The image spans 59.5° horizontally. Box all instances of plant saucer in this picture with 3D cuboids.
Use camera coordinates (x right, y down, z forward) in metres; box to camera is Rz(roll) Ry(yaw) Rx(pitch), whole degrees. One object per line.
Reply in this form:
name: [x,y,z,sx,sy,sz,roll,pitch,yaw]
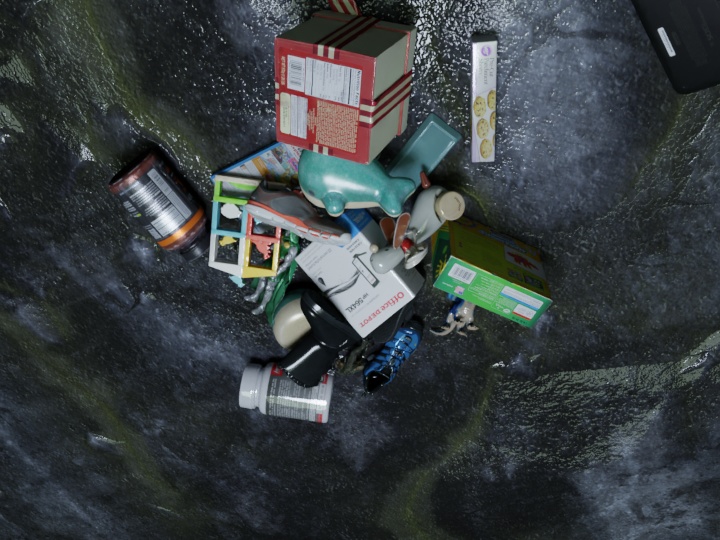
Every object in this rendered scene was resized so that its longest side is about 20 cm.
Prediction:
plant saucer: [0.090,-0.180,1.117,0.069,0.019,0.200,32,121,-16]

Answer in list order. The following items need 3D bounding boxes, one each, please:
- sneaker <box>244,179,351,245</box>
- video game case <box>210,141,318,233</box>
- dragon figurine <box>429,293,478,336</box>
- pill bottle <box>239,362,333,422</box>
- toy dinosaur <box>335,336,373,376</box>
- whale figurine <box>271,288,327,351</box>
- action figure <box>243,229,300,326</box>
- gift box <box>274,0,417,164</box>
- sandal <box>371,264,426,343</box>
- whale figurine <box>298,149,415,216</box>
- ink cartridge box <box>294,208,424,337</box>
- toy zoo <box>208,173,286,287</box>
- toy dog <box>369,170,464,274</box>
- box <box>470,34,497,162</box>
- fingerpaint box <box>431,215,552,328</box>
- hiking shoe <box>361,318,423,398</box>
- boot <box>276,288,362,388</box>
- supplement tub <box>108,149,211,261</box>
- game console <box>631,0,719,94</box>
sneaker: [-0.101,-0.106,1.096,0.198,0.077,0.083,21,81,3]
video game case: [-0.157,-0.155,1.162,0.198,0.018,0.144,-21,119,20]
dragon figurine: [0.200,0.071,1.251,0.058,0.101,0.200,17,158,-6]
pill bottle: [-0.161,0.266,1.397,0.197,0.115,0.115,8,126,0]
toy dinosaur: [-0.006,0.182,1.322,0.047,0.089,0.200,33,165,-4]
whale figurine: [-0.086,0.095,1.295,0.197,0.104,0.161,-1,128,-23]
action figure: [-0.165,-0.008,1.225,0.054,0.118,0.201,5,124,-43]
gift box: [-0.029,-0.294,0.954,0.198,0.187,0.186,22,129,15]
sandal: [0.085,0.075,1.267,0.047,0.076,0.201,9,129,-31]
whale figurine: [-0.010,-0.161,1.038,0.198,0.160,0.104,24,151,20]
ink cartridge box: [0.000,0.000,1.179,0.146,0.084,0.200,-40,93,27]
toy zoo: [-0.210,-0.068,1.162,0.129,0.020,0.203,7,105,1]
toy dog: [0.087,-0.092,1.086,0.097,0.200,0.131,51,151,-12]
box: [0.199,-0.275,1.026,0.041,0.039,0.202,-2,124,6]
fingerpaint box: [0.228,-0.006,1.132,0.198,0.168,0.074,22,123,-11]
hiking shoe: [0.071,0.188,1.333,0.074,0.087,0.201,27,123,-13]
boot: [-0.094,0.136,1.202,0.162,0.074,0.198,-42,139,8]
supplement tub: [-0.357,-0.113,1.159,0.106,0.108,0.201,-25,119,22]
game console: [0.525,-0.391,0.923,0.175,0.117,0.200,-10,129,50]
